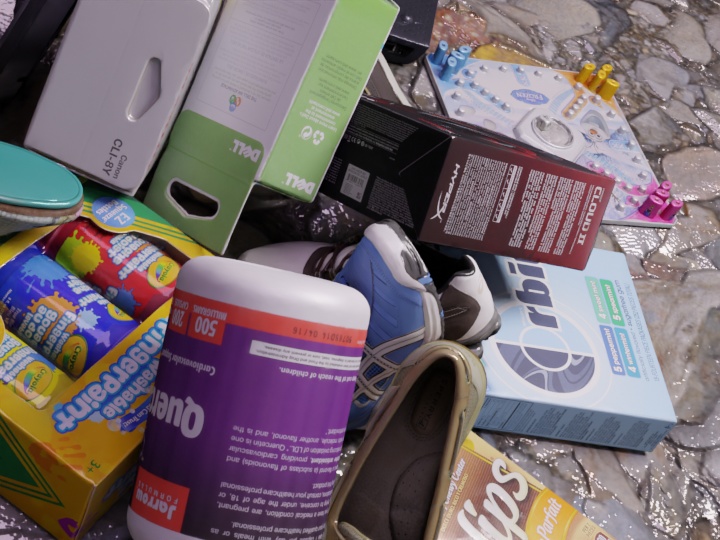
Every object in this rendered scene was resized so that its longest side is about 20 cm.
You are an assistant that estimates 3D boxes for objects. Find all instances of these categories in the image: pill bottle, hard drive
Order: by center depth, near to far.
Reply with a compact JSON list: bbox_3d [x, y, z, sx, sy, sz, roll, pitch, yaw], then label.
[{"bbox_3d":[-0.067,0.098,0.773,0.112,0.201,0.112,12,0,0],"label":"pill bottle"},{"bbox_3d":[-0.028,-0.263,1.252,0.200,0.042,0.135,20,43,-8],"label":"hard drive"}]

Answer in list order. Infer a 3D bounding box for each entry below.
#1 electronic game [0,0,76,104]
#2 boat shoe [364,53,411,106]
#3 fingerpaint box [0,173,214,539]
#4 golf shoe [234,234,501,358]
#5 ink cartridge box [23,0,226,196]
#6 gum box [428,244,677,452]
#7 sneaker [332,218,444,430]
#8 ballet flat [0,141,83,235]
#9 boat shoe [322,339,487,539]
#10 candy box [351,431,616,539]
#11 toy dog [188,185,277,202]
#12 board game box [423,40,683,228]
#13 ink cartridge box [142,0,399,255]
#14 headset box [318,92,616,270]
[{"bbox_3d":[-0.221,-0.201,0.980,0.042,0.200,0.200,33,41,-14],"label":"electronic game"},{"bbox_3d":[-0.007,-0.137,1.121,0.060,0.072,0.201,-17,61,-42],"label":"boat shoe"},{"bbox_3d":[-0.175,0.045,0.859,0.167,0.073,0.200,36,43,9],"label":"fingerpaint box"},{"bbox_3d":[0.000,0.000,0.944,0.199,0.095,0.078,11,51,17],"label":"golf shoe"},{"bbox_3d":[-0.154,-0.155,0.957,0.083,0.145,0.200,23,17,-8],"label":"ink cartridge box"},{"bbox_3d":[0.123,0.046,1.032,0.199,0.045,0.170,10,45,-20],"label":"gum box"},{"bbox_3d":[-0.003,0.048,0.858,0.077,0.200,0.076,-17,55,-24],"label":"sneaker"},{"bbox_3d":[-0.269,-0.053,0.819,0.200,0.071,0.069,16,33,-31],"label":"ballet flat"},{"bbox_3d":[0.016,0.136,0.792,0.073,0.201,0.063,26,2,9],"label":"boat shoe"},{"bbox_3d":[0.094,0.192,0.868,0.200,0.055,0.115,37,44,9],"label":"candy box"},{"bbox_3d":[-0.061,-0.135,1.043,0.132,0.200,0.096,23,-2,24],"label":"toy dog"},{"bbox_3d":[0.175,-0.126,1.237,0.199,0.026,0.200,3,48,-25],"label":"board game box"},{"bbox_3d":[-0.064,-0.111,0.936,0.104,0.200,0.059,28,5,42],"label":"ink cartridge box"},{"bbox_3d":[0.073,-0.065,0.982,0.200,0.075,0.149,9,14,-43],"label":"headset box"}]
